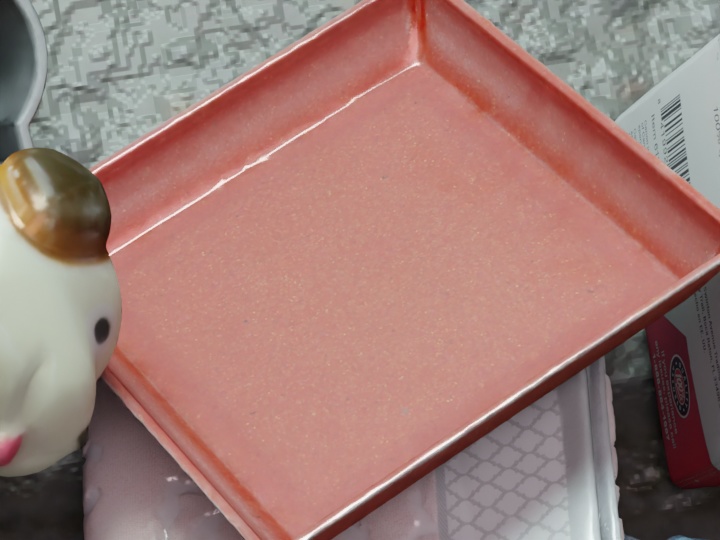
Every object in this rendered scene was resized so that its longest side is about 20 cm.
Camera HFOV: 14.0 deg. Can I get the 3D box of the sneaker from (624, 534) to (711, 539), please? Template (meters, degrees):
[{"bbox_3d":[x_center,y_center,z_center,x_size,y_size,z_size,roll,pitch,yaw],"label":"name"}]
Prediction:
[{"bbox_3d":[0.102,0.136,1.032,0.095,0.079,0.200,-39,85,-15],"label":"sneaker"}]

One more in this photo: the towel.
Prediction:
[{"bbox_3d":[-0.004,0.098,0.997,0.190,0.032,0.201,-9,56,9],"label":"towel"}]

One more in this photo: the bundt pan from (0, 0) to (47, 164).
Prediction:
[{"bbox_3d":[-0.215,-0.069,1.019,0.201,0.076,0.203,0,91,-23],"label":"bundt pan"}]

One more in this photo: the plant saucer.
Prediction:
[{"bbox_3d":[0.000,0.000,1.023,0.200,0.037,0.200,-32,47,-16],"label":"plant saucer"}]

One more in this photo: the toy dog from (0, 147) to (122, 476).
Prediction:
[{"bbox_3d":[-0.174,0.019,0.937,0.199,0.140,0.194,2,39,-26],"label":"toy dog"}]

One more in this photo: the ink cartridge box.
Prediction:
[{"bbox_3d":[0.166,-0.014,1.003,0.084,0.200,0.146,-5,79,-15],"label":"ink cartridge box"}]
